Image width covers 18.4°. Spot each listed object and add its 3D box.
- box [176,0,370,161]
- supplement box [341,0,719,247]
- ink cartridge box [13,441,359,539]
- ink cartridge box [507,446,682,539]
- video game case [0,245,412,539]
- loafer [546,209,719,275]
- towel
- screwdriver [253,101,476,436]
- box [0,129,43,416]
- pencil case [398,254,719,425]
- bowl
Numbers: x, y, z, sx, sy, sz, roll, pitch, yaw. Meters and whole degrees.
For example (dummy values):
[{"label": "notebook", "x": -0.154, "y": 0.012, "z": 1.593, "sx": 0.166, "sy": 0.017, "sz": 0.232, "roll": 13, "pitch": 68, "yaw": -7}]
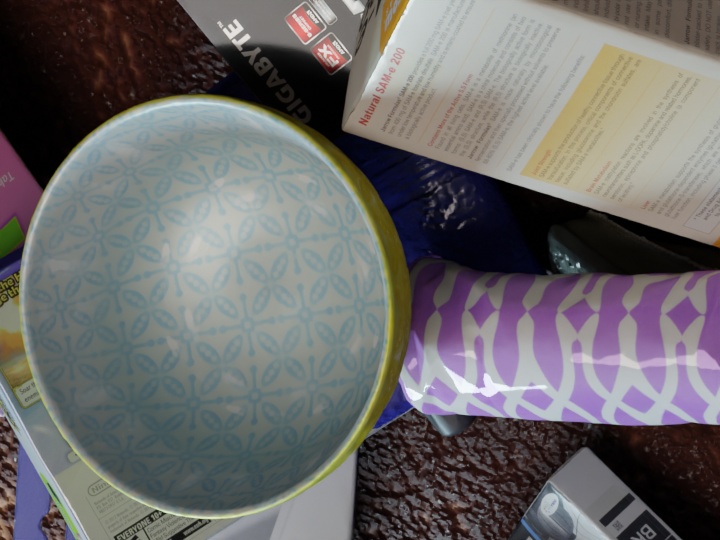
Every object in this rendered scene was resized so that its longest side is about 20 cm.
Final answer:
[{"label": "box", "x": -0.026, "y": -0.179, "z": 1.063, "sx": 0.159, "sy": 0.046, "sz": 0.200, "roll": -36, "pitch": 102, "yaw": 13}, {"label": "supplement box", "x": 0.105, "y": -0.095, "z": 0.998, "sx": 0.199, "sy": 0.074, "sz": 0.126, "roll": 17, "pitch": 145, "yaw": -10}, {"label": "ink cartridge box", "x": -0.102, "y": 0.153, "z": 1.264, "sx": 0.199, "sy": 0.041, "sz": 0.200, "roll": 3, "pitch": 93, "yaw": 1}, {"label": "ink cartridge box", "x": 0.168, "y": 0.195, "z": 1.209, "sx": 0.200, "sy": 0.039, "sz": 0.100, "roll": 43, "pitch": 146, "yaw": 13}, {"label": "video game case", "x": -0.094, "y": 0.042, "z": 1.183, "sx": 0.182, "sy": 0.200, "sz": 0.045, "roll": 63, "pitch": 163, "yaw": -13}, {"label": "loafer", "x": 0.185, "y": 0.024, "z": 1.124, "sx": 0.200, "sy": 0.070, "sz": 0.075, "roll": 32, "pitch": 158, "yaw": 18}, {"label": "towel", "x": 0.000, "y": -0.028, "z": 1.157, "sx": 0.147, "sy": 0.050, "sz": 0.200, "roll": -29, "pitch": 103, "yaw": 8}, {"label": "screwdriver", "x": 0.000, "y": 0.000, "z": 1.124, "sx": 0.028, "sy": 0.029, "sz": 0.200, "roll": -31, "pitch": 104, "yaw": 7}, {"label": "box", "x": -0.252, "y": -0.023, "z": 1.242, "sx": 0.200, "sy": 0.097, "sz": 0.176, "roll": 56, "pitch": 154, "yaw": -15}, {"label": "pencil case", "x": 0.114, "y": 0.029, "z": 1.063, "sx": 0.199, "sy": 0.086, "sz": 0.084, "roll": 0, "pitch": 152, "yaw": 24}, {"label": "bowl", "x": -0.053, "y": 0.014, "z": 1.074, "sx": 0.199, "sy": 0.108, "sz": 0.201, "roll": 2, "pitch": 95, "yaw": 26}]
